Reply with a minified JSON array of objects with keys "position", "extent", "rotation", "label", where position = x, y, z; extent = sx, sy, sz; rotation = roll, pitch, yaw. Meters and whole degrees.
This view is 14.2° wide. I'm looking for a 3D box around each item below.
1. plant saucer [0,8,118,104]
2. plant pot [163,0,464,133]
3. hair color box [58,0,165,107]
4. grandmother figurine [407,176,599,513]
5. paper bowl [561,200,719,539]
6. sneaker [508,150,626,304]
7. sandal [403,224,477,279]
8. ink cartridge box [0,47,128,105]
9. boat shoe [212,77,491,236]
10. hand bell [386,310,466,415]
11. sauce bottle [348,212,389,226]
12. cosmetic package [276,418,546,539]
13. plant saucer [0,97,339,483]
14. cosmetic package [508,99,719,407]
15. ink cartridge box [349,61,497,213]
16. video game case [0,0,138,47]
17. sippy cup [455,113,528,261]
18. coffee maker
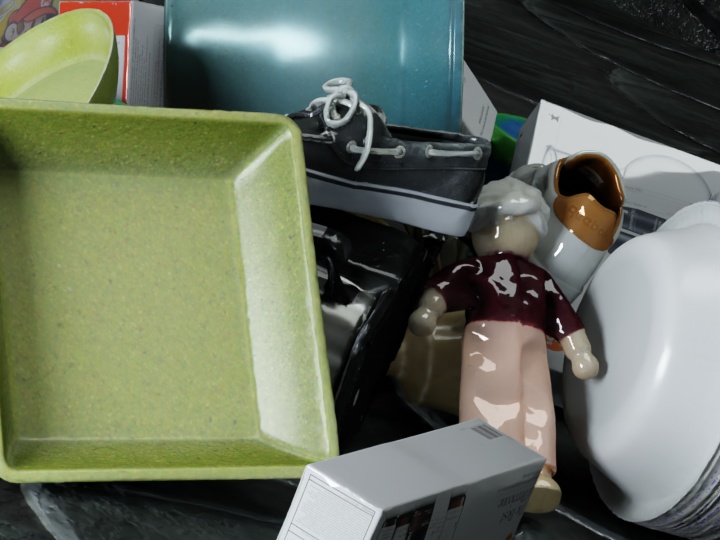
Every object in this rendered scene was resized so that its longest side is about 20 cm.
[{"position":[-0.208,-0.068,1.665],"extent":[0.031,0.200,0.200],"rotation":[45,3,-27],"label":"plant saucer"},{"position":[-0.031,-0.140,1.833],"extent":[0.187,0.201,0.200],"rotation":[0,16,-1],"label":"plant pot"},{"position":[-0.141,-0.127,2.037],"extent":[0.064,0.112,0.200],"rotation":[3,0,26],"label":"hair color box"},{"position":[0.082,0.036,1.695],"extent":[0.121,0.201,0.060],"rotation":[19,-29,-30],"label":"grandmother figurine"},{"position":[0.193,0.057,1.731],"extent":[0.104,0.201,0.201],"rotation":[15,16,-21],"label":"paper bowl"},{"position":[0.138,-0.041,1.831],"extent":[0.073,0.085,0.200],"rotation":[34,14,-11],"label":"sneaker"},{"position":[0.063,-0.006,1.835],"extent":[0.200,0.054,0.081],"rotation":[72,-7,-70],"label":"sandal"},{"position":[-0.202,-0.090,1.831],"extent":[0.161,0.050,0.200],"rotation":[29,11,15],"label":"ink cartridge box"},{"position":[-0.010,-0.072,1.634],"extent":[0.199,0.068,0.074],"rotation":[14,13,-28],"label":"boat shoe"},{"position":[0.001,0.051,1.747],"extent":[0.199,0.105,0.104],"rotation":[5,19,-16],"label":"hand bell"},{"position":[0.000,0.000,1.876],"extent":[0.064,0.065,0.200],"rotation":[21,4,-4],"label":"sauce bottle"},{"position":[0.023,0.132,1.454],"extent":[0.051,0.083,0.200],"rotation":[30,17,22],"label":"cosmetic package"},{"position":[-0.117,0.016,1.506],"extent":[0.199,0.201,0.048],"rotation":[1,-16,-31],"label":"plant saucer"},{"position":[0.165,0.000,1.950],"extent":[0.150,0.201,0.052],"rotation":[18,-30,-8],"label":"cosmetic package"},{"position":[-0.020,-0.140,1.991],"extent":[0.200,0.145,0.083],"rotation":[55,22,-17],"label":"ink cartridge box"},{"position":[-0.221,-0.169,1.978],"extent":[0.023,0.183,0.200],"rotation":[29,16,25],"label":"video game case"},{"position":[0.129,-0.029,2.087],"extent":[0.177,0.131,0.140],"rotation":[25,13,13],"label":"sippy cup"},{"position":[-0.074,0.009,1.663],"extent":[0.199,0.135,0.192],"rotation":[22,12,7],"label":"coffee maker"}]
